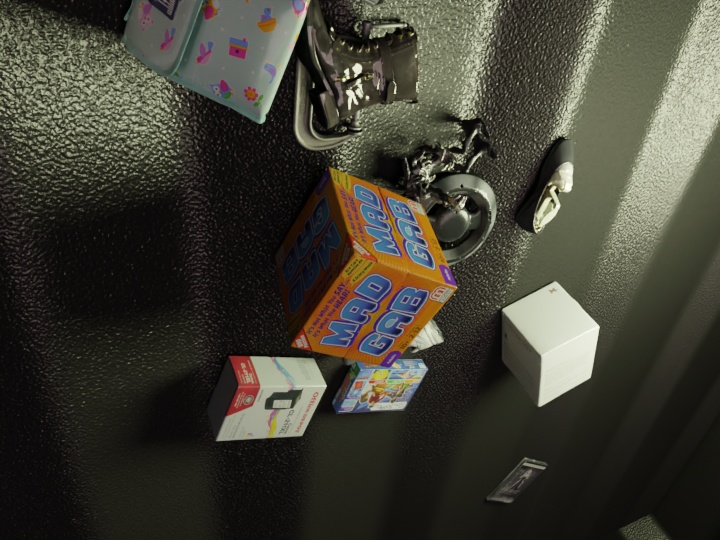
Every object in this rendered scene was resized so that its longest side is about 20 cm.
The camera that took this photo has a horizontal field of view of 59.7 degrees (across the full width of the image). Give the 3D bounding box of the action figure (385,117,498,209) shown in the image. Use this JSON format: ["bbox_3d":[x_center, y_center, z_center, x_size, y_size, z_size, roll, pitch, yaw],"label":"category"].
[{"bbox_3d":[0.142,-0.172,1.073,0.198,0.102,0.120,-36,138,-4],"label":"action figure"}]

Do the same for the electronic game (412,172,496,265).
[{"bbox_3d":[0.170,-0.093,1.198,0.194,0.042,0.205,-11,127,-15],"label":"electronic game"}]

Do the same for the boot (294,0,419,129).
[{"bbox_3d":[0.001,-0.308,0.875,0.171,0.069,0.204,-25,127,-15],"label":"boot"}]

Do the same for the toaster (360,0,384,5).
[{"bbox_3d":[-0.017,-0.415,0.712,0.116,0.182,0.204,7,122,-32],"label":"toaster"}]

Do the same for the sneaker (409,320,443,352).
[{"bbox_3d":[0.109,0.118,1.320,0.086,0.075,0.201,-33,136,5],"label":"sneaker"}]

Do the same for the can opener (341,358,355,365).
[{"bbox_3d":[-0.019,0.101,1.236,0.065,0.054,0.204,-20,135,-14],"label":"can opener"}]

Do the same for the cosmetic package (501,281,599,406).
[{"bbox_3d":[0.450,0.177,1.512,0.163,0.169,0.203,-24,135,-11],"label":"cosmetic package"}]

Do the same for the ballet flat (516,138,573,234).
[{"bbox_3d":[0.385,-0.160,1.259,0.071,0.074,0.204,4,123,-34],"label":"ballet flat"}]

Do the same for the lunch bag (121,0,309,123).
[{"bbox_3d":[-0.172,-0.303,0.747,0.196,0.123,0.173,23,119,-15],"label":"lunch bag"}]

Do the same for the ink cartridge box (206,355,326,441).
[{"bbox_3d":[-0.184,0.251,1.237,0.196,0.083,0.148,7,122,-35],"label":"ink cartridge box"}]

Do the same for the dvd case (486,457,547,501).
[{"bbox_3d":[0.533,0.717,2.132,0.147,0.016,0.201,23,112,-41],"label":"dvd case"}]

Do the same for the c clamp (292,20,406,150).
[{"bbox_3d":[-0.022,-0.272,0.937,0.166,0.027,0.204,-6,128,-28],"label":"c clamp"}]

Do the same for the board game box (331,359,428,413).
[{"bbox_3d":[0.045,0.263,1.425,0.196,0.035,0.138,7,123,-36],"label":"board game box"}]

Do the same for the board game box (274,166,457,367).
[{"bbox_3d":[0.000,0.000,1.018,0.196,0.203,0.201,16,127,-31],"label":"board game box"}]
